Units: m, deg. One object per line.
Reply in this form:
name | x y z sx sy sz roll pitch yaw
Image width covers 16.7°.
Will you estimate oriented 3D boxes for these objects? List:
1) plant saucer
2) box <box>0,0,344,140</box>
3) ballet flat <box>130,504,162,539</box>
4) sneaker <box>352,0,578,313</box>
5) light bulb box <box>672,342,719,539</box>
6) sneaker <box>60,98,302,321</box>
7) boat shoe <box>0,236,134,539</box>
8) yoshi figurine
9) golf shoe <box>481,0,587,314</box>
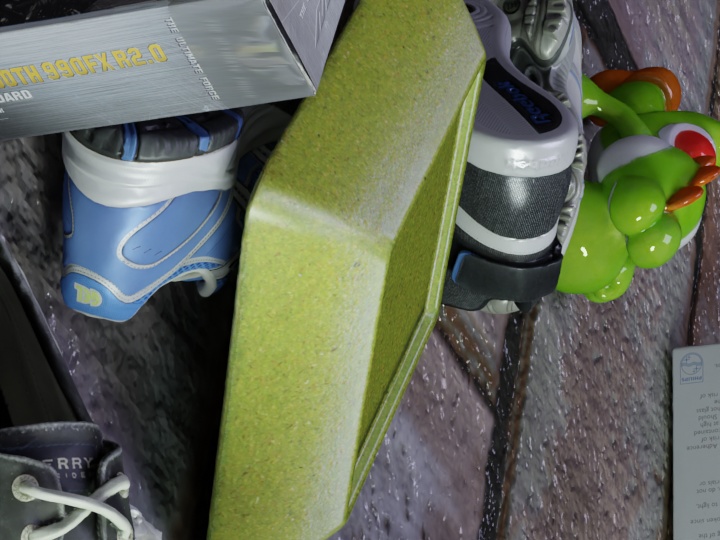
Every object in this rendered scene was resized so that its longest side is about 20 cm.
plant saucer | 0.000 0.000 0.953 0.200 0.048 0.201 -64 167 -50
box | -0.070 -0.131 0.804 0.048 0.157 0.201 60 34 -40
ballet flat | -0.110 0.129 0.741 0.200 0.071 0.072 -64 140 -49
sneaker | 0.036 -0.049 1.093 0.200 0.073 0.113 -116 -152 -59
light bulb box | 0.279 0.166 1.524 0.198 0.124 0.201 39 48 -57
sneaker | -0.065 -0.038 0.918 0.200 0.075 0.078 -28 135 -66
boat shoe | -0.101 0.070 0.701 0.070 0.064 0.201 2 51 -47
yoshi figurine | 0.133 -0.044 1.332 0.112 0.112 0.200 -62 -179 20
golf shoe | 0.087 -0.059 1.231 0.097 0.078 0.201 55 38 -56
